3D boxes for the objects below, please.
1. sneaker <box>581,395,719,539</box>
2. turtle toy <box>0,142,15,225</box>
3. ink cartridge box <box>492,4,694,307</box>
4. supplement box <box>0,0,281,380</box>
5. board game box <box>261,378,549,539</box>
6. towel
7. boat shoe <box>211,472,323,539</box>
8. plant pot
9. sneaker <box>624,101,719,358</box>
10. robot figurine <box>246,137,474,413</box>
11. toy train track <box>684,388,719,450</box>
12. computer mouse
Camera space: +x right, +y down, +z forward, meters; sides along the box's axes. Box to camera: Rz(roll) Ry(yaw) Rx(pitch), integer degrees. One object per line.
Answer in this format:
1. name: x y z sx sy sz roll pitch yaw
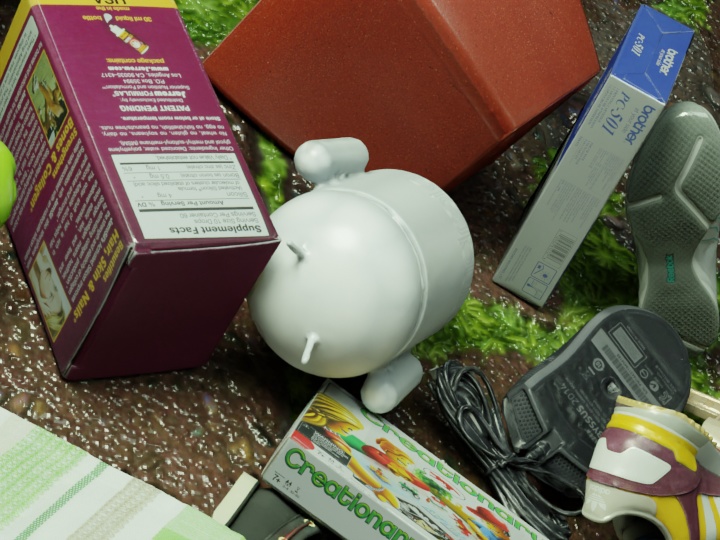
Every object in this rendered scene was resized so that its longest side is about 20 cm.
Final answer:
1. sneaker: 0.211 0.158 1.218 0.199 0.075 0.091 35 77 -35
2. turtle toy: -0.288 -0.078 1.064 0.199 0.146 0.101 32 21 -5
3. ink cartridge box: 0.158 -0.075 1.293 0.044 0.201 0.094 28 43 1
4. supplement box: -0.146 -0.056 1.136 0.102 0.131 0.201 -4 56 -34
5. board game box: 0.041 0.149 1.108 0.199 0.035 0.126 36 15 0
6. towel: -0.177 0.144 0.962 0.199 0.031 0.149 24 41 24
7. boat shoe: -0.080 0.187 1.005 0.063 0.074 0.202 30 38 6
8. plant pot: 0.045 -0.152 1.312 0.177 0.200 0.199 54 44 2
9. sneaker: 0.219 -0.037 1.326 0.070 0.202 0.081 1 37 6
10. robot figurine: 0.000 0.000 1.168 0.200 0.112 0.171 -27 98 -65
11. toy train track: 0.282 0.079 1.334 0.114 0.033 0.200 23 27 22
12. computer mouse: 0.138 0.091 1.248 0.199 0.053 0.139 -29 81 -35
